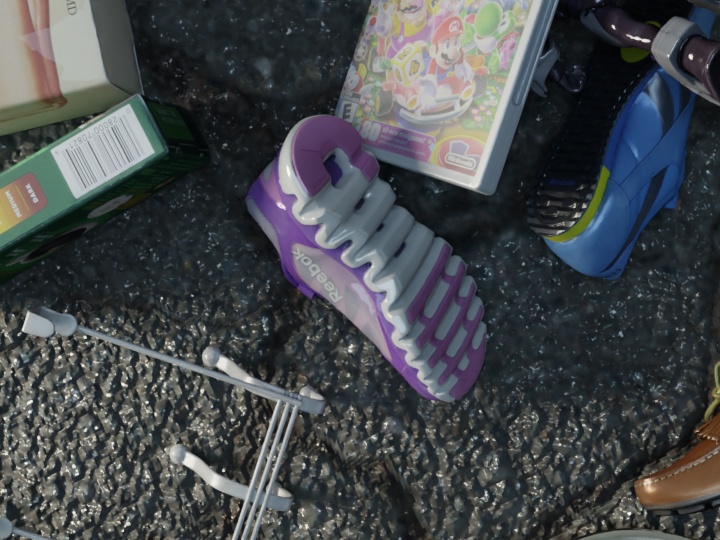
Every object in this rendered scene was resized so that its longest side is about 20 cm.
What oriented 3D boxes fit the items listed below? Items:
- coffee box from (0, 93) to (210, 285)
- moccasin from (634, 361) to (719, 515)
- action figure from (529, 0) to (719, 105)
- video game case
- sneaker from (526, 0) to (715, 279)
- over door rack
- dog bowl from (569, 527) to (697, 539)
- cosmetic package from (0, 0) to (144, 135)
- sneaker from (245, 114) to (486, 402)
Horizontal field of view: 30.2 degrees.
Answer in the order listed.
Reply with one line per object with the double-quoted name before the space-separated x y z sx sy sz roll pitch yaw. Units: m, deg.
"coffee box" -0.196 -0.040 0.826 0.198 0.123 0.044 -30 90 7
"moccasin" 0.251 0.080 0.809 0.200 0.074 0.078 -35 79 8
"action figure" 0.146 -0.157 0.780 0.199 0.069 0.131 32 99 46
"video game case" 0.058 -0.158 0.806 0.142 0.018 0.202 22 94 47
"sneaker" 0.175 -0.091 0.826 0.078 0.066 0.202 30 82 -33
"over door rack" -0.137 0.116 0.842 0.198 0.067 0.150 18 93 -16
"dog bowl" 0.168 0.256 0.775 0.197 0.074 0.202 3 50 -3
"cosmetic package" -0.249 -0.138 0.845 0.197 0.087 0.105 -14 89 6
"sneaker" 0.000 0.000 0.834 0.088 0.081 0.201 -22 111 45
